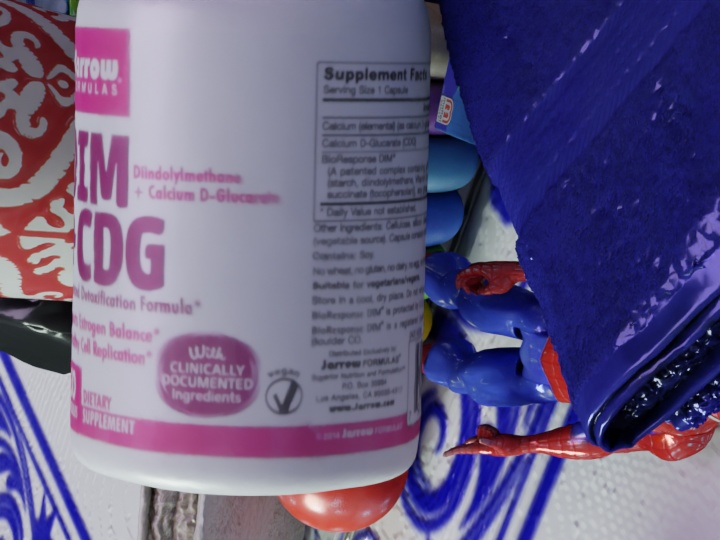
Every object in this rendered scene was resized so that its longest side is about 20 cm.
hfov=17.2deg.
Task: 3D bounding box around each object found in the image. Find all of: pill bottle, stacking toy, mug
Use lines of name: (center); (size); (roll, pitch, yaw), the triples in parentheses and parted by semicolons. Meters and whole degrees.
pill bottle: (-0.035, -0.038, 0.751); (0.113, 0.113, 0.202); (12, 102, 63)
stacking toy: (0.000, 0.000, 0.897); (0.085, 0.085, 0.202); (-148, 63, -61)
mug: (-0.129, -0.066, 1.010); (0.133, 0.199, 0.179); (-43, 50, 44)

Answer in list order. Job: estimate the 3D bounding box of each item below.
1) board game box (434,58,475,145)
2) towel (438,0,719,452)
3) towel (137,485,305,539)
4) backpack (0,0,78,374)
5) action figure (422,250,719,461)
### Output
board game box: (0.101, -0.097, 0.749); (0.200, 0.045, 0.153); (27, 107, 61)
towel: (0.089, -0.067, 0.672); (0.148, 0.049, 0.201); (-51, 41, 35)
towel: (-0.042, 0.027, 0.935); (0.034, 0.132, 0.202); (6, 90, 18)
backpack: (-0.150, -0.064, 1.158); (0.163, 0.153, 0.201); (-7, 62, 68)
action figure: (0.055, 0.026, 0.771); (0.199, 0.051, 0.066); (8, 104, 47)
